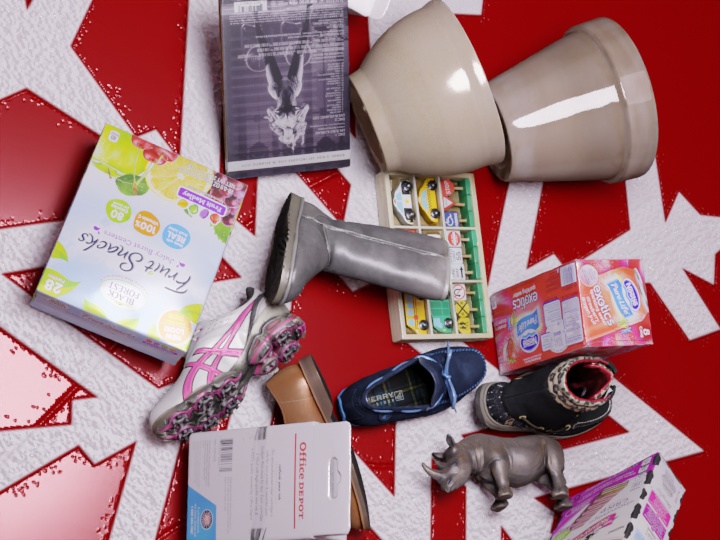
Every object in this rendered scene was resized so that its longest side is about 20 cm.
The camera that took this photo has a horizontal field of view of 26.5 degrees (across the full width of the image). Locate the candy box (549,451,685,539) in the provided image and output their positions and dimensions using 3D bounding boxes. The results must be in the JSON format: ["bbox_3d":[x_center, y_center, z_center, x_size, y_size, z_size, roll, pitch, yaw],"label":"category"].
[{"bbox_3d":[0.278,0.298,1.709,0.061,0.136,0.200,53,30,-6],"label":"candy box"}]

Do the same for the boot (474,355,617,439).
[{"bbox_3d":[0.251,0.146,1.761,0.202,0.153,0.074,4,73,-36],"label":"boot"}]

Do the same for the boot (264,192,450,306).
[{"bbox_3d":[0.001,-0.001,1.681,0.198,0.073,0.183,24,41,-12],"label":"boot"}]

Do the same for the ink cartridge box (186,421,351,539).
[{"bbox_3d":[-0.078,0.219,1.551,0.067,0.198,0.117,23,64,-56],"label":"ink cartridge box"}]

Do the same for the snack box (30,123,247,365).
[{"bbox_3d":[-0.230,-0.027,1.599,0.167,0.068,0.202,22,69,-11],"label":"snack box"}]

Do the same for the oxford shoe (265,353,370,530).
[{"bbox_3d":[-0.044,0.197,1.664,0.071,0.071,0.202,-24,91,-1],"label":"oxford shoe"}]

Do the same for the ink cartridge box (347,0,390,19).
[{"bbox_3d":[-0.044,-0.381,1.742,0.199,0.125,0.130,25,93,-21],"label":"ink cartridge box"}]

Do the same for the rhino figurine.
[{"bbox_3d":[0.156,0.227,1.750,0.198,0.060,0.088,5,56,-26],"label":"rhino figurine"}]

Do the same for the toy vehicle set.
[{"bbox_3d":[0.086,-0.016,1.795,0.123,0.026,0.203,-1,78,-27],"label":"toy vehicle set"}]

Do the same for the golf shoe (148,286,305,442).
[{"bbox_3d":[-0.155,0.101,1.627,0.092,0.073,0.200,38,65,26],"label":"golf shoe"}]

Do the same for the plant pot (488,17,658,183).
[{"bbox_3d":[0.236,-0.186,1.840,0.172,0.200,0.202,-16,85,-12],"label":"plant pot"}]

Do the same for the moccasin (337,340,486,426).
[{"bbox_3d":[0.071,0.135,1.724,0.199,0.068,0.081,-22,88,-32],"label":"moccasin"}]

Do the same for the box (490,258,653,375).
[{"bbox_3d":[0.239,0.056,1.757,0.094,0.200,0.101,0,77,-25],"label":"box"}]

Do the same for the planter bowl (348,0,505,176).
[{"bbox_3d":[0.064,-0.192,1.748,0.134,0.200,0.202,-23,88,-6],"label":"planter bowl"}]

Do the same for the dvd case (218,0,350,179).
[{"bbox_3d":[-0.083,-0.207,1.698,0.147,0.016,0.202,-8,109,-19],"label":"dvd case"}]
